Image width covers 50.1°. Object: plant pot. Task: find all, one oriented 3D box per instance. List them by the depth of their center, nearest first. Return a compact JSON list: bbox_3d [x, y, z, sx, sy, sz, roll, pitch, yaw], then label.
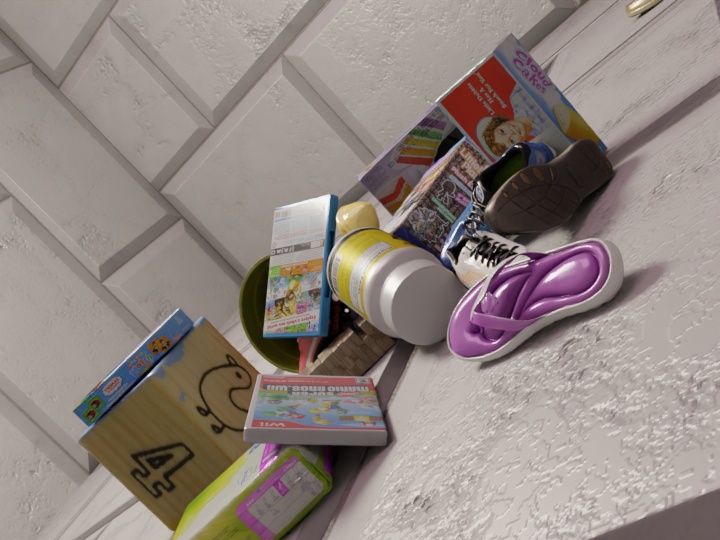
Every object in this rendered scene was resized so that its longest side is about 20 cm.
[{"bbox_3d":[-0.070,0.046,1.292,0.200,0.201,0.193,-40,-3,24],"label":"plant pot"}]

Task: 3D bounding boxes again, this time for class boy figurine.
[{"bbox_3d":[0.000,0.000,1.098,0.064,0.201,0.124,16,35,36],"label":"boy figurine"}]

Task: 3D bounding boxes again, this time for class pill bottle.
[{"bbox_3d":[0.041,0.018,0.962,0.114,0.114,0.200,-44,25,-6],"label":"pill bottle"}]

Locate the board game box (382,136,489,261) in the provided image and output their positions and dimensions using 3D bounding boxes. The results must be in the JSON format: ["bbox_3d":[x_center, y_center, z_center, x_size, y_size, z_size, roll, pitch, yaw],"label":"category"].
[{"bbox_3d":[0.119,-0.083,1.174,0.200,0.097,0.159,-53,7,-25],"label":"board game box"}]

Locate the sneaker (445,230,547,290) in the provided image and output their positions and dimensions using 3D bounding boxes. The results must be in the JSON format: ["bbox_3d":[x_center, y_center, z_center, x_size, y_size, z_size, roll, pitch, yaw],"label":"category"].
[{"bbox_3d":[0.143,-0.001,0.810,0.074,0.080,0.200,-43,10,-11],"label":"sneaker"}]

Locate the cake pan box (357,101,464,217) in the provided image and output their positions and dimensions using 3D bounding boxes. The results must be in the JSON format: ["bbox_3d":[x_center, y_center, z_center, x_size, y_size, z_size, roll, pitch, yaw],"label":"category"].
[{"bbox_3d":[0.128,-0.159,1.319,0.200,0.184,0.052,-42,12,7],"label":"cake pan box"}]

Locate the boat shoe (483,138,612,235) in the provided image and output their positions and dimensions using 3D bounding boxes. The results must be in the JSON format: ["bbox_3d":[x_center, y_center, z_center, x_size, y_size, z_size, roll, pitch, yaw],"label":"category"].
[{"bbox_3d":[0.210,-0.084,0.885,0.200,0.075,0.073,-27,-8,-33],"label":"boat shoe"}]

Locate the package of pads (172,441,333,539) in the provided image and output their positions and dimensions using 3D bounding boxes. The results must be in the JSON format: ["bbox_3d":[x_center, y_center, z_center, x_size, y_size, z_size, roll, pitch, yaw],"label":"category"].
[{"bbox_3d":[-0.115,0.248,0.835,0.200,0.068,0.155,-44,7,5],"label":"package of pads"}]

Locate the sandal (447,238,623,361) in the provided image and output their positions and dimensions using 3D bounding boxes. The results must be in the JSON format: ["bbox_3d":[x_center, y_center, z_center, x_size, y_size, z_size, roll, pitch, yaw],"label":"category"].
[{"bbox_3d":[0.141,0.020,0.696,0.202,0.050,0.083,-35,48,42],"label":"sandal"}]

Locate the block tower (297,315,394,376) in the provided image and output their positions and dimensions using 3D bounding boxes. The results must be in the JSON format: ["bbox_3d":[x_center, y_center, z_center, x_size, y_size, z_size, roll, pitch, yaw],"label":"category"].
[{"bbox_3d":[-0.039,0.139,1.057,0.200,0.058,0.054,-45,8,-4],"label":"block tower"}]

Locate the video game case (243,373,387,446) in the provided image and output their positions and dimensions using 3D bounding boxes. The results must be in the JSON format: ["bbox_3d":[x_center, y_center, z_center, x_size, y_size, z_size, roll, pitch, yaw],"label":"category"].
[{"bbox_3d":[-0.050,0.150,0.856,0.200,0.142,0.018,-114,27,-81],"label":"video game case"}]

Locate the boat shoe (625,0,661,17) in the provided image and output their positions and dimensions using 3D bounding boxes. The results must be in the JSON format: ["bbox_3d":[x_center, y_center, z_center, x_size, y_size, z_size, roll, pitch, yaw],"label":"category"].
[{"bbox_3d":[0.623,-0.604,1.587,0.200,0.065,0.072,-36,11,43],"label":"boat shoe"}]

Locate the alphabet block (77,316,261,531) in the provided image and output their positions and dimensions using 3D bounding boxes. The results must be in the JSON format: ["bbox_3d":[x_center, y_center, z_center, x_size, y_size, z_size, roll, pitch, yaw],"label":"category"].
[{"bbox_3d":[-0.262,0.230,1.172,0.196,0.200,0.195,-40,10,26],"label":"alphabet block"}]

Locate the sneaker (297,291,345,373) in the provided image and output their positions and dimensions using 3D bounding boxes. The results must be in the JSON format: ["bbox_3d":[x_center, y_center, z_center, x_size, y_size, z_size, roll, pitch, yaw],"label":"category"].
[{"bbox_3d":[-0.070,0.077,1.164,0.087,0.201,0.074,17,12,36],"label":"sneaker"}]

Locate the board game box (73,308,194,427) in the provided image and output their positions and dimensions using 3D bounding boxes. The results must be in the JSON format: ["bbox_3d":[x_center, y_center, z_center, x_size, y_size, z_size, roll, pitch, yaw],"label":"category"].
[{"bbox_3d":[-0.334,0.139,1.145,0.200,0.037,0.151,-45,8,-15],"label":"board game box"}]

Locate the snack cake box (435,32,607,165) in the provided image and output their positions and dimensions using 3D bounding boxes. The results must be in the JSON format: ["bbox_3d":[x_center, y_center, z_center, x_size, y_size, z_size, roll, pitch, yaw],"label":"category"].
[{"bbox_3d":[0.210,-0.192,1.014,0.115,0.200,0.067,-34,12,48],"label":"snack cake box"}]

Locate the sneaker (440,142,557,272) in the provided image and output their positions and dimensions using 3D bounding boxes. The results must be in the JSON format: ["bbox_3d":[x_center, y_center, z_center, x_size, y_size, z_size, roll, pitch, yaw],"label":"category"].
[{"bbox_3d":[0.159,-0.084,0.973,0.089,0.079,0.200,9,-59,-50],"label":"sneaker"}]

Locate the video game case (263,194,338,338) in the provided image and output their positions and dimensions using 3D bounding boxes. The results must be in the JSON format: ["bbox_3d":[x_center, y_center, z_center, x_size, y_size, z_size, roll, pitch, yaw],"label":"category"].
[{"bbox_3d":[-0.088,-0.003,1.125,0.143,0.018,0.201,-7,75,49],"label":"video game case"}]
